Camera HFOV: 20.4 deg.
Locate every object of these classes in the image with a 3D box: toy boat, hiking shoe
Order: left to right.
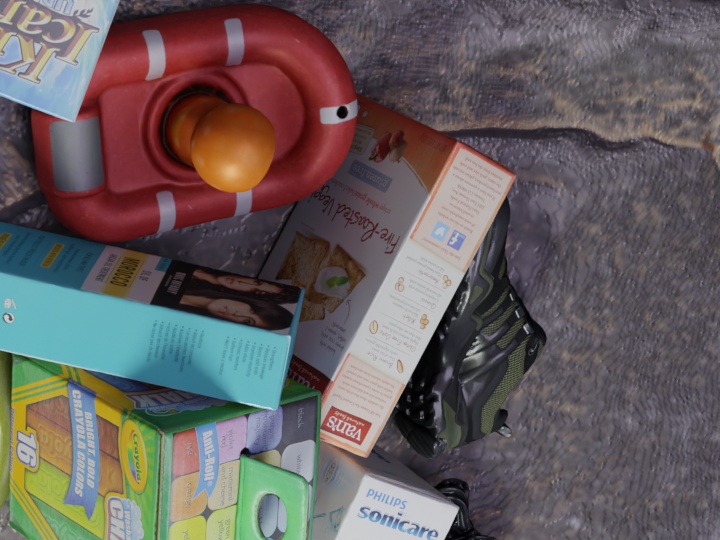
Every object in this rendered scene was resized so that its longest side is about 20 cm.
[{"bbox_3d":[-0.089,-0.082,1.187,0.199,0.131,0.132,-14,113,-25],"label":"toy boat"},{"bbox_3d":[0.081,0.028,1.368,0.100,0.076,0.202,-9,120,-36],"label":"hiking shoe"}]

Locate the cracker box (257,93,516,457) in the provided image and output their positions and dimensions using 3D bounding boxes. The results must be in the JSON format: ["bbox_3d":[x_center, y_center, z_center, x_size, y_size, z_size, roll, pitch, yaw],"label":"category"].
[{"bbox_3d":[0.000,0.000,1.265,0.057,0.134,0.201,26,93,-34],"label":"cracker box"}]

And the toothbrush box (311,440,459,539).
[{"bbox_3d":[-0.042,0.204,1.305,0.085,0.146,0.201,23,95,-35],"label":"toothbrush box"}]

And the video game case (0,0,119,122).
[{"bbox_3d":[-0.218,-0.201,1.089,0.199,0.045,0.183,20,97,-16],"label":"video game case"}]

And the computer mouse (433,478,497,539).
[{"bbox_3d":[0.012,0.240,1.398,0.200,0.053,0.139,-47,141,-18],"label":"computer mouse"}]

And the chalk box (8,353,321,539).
[{"bbox_3d":[-0.107,0.122,1.193,0.123,0.199,0.126,-10,112,-41],"label":"chalk box"}]

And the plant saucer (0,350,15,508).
[{"bbox_3d":[-0.289,0.107,1.197,0.199,0.031,0.202,-10,112,-26],"label":"plant saucer"}]

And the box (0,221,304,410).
[{"bbox_3d":[-0.136,0.024,1.169,0.198,0.082,0.050,12,110,0],"label":"box"}]
